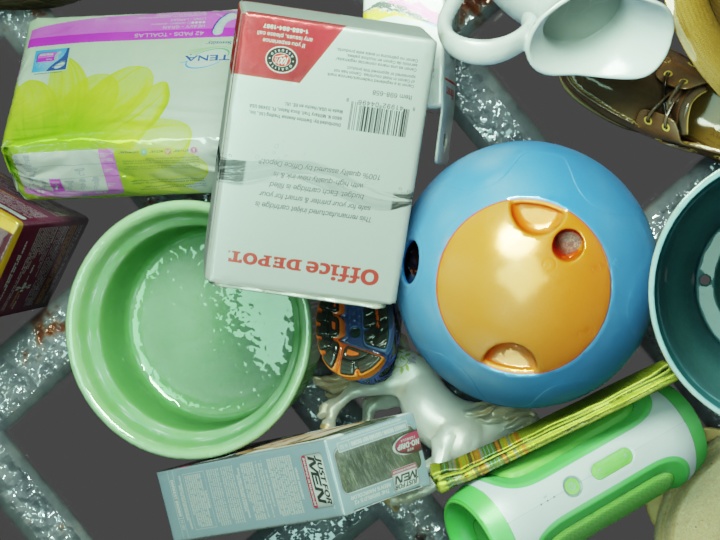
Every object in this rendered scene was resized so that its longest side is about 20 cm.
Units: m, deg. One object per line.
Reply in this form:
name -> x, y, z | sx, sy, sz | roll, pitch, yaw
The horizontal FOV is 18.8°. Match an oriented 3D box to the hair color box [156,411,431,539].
hair color box -> -0.053, 0.160, 1.672 | 0.199, 0.099, 0.061 | -14, 90, 44

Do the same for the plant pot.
plant pot -> 0.316, 0.012, 1.622 | 0.199, 0.188, 0.202 | 0, 92, 8

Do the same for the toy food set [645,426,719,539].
toy food set -> 0.322, 0.217, 1.697 | 0.198, 0.049, 0.200 | -6, 91, 7

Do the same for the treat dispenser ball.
treat dispenser ball -> 0.125, 0.003, 1.641 | 0.199, 0.201, 0.202 | 0, 92, 8

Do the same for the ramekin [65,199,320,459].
ramekin -> -0.124, 0.045, 1.721 | 0.198, 0.098, 0.202 | 0, 92, 13

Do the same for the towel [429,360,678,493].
towel -> 0.143, 0.113, 1.631 | 0.199, 0.086, 0.018 | -25, 93, 0

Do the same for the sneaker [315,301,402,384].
sneaker -> 0.000, 0.000, 1.714 | 0.075, 0.079, 0.201 | -1, 66, 14

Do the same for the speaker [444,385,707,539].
speaker -> 0.163, 0.160, 1.636 | 0.199, 0.088, 0.089 | -27, 88, -23

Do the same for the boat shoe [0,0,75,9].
boat shoe -> -0.243, -0.254, 1.748 | 0.199, 0.072, 0.068 | -7, 80, 2

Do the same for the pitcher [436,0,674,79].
pitcher -> 0.126, -0.227, 1.630 | 0.170, 0.201, 0.122 | -6, 135, -12

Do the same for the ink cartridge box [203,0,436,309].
ink cartridge box -> -0.033, -0.085, 1.595 | 0.143, 0.084, 0.201 | 8, 102, -7

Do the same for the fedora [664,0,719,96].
fedora -> 0.297, -0.201, 1.657 | 0.199, 0.082, 0.202 | 4, 80, -23

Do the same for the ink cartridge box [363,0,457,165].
ink cartridge box -> 0.039, -0.183, 1.690 | 0.067, 0.116, 0.202 | 2, 91, 7

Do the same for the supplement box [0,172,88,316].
supplement box -> -0.301, -0.026, 1.698 | 0.110, 0.200, 0.086 | 27, 96, 6

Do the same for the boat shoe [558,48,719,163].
boat shoe -> 0.249, -0.131, 1.687 | 0.199, 0.068, 0.072 | 24, 95, 7

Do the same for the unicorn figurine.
unicorn figurine -> 0.060, 0.125, 1.715 | 0.137, 0.074, 0.200 | -41, 81, -3

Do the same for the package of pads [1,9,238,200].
package of pads -> -0.174, -0.130, 1.707 | 0.198, 0.068, 0.155 | -3, 49, 8
